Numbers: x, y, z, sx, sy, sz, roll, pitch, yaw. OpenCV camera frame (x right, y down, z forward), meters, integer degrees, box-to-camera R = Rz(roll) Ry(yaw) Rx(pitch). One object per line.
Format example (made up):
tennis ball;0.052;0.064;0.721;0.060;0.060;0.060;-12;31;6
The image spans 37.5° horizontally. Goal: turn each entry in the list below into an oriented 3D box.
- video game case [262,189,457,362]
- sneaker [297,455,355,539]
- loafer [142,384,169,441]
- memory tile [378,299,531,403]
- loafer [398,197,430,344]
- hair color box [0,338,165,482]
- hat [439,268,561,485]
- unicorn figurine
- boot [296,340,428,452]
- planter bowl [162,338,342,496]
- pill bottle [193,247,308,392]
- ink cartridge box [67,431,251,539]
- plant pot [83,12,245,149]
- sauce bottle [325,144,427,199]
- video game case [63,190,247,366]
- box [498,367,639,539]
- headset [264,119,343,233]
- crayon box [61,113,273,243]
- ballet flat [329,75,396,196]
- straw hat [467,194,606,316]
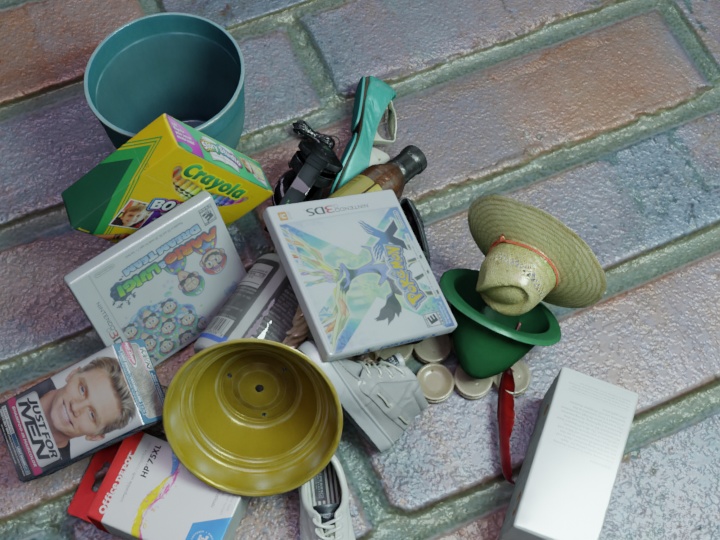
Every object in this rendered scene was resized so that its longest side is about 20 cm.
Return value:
video game case;0.000;0.000;1.252;0.182;0.022;0.200;-11;66;-32
sneaker;-0.041;0.305;1.236;0.073;0.071;0.200;-11;66;-7
loafer;-0.261;0.169;1.296;0.200;0.063;0.072;12;65;4
memory tile;0.117;0.095;1.367;0.200;0.017;0.154;-2;66;-3
loafer;0.056;-0.002;1.363;0.068;0.070;0.201;-1;59;-1
hair color box;-0.325;0.164;1.233;0.200;0.061;0.100;-27;82;24
hat;0.145;0.119;1.333;0.165;0.176;0.200;20;22;-6
unicorn figurine;-0.008;0.044;1.297;0.074;0.138;0.200;21;24;27
boot;0.007;0.126;1.260;0.096;0.200;0.074;-44;41;-11
planter bowl;-0.119;0.151;1.211;0.200;0.201;0.083;3;22;0
pill bottle;-0.108;0.051;1.327;0.114;0.114;0.200;31;68;12
ink cartridge box;-0.240;0.265;1.250;0.200;0.067;0.116;20;66;8
plant pot;-0.242;-0.199;1.393;0.200;0.188;0.200;0;61;1
sauce bottle;0.010;-0.097;1.400;0.200;0.066;0.066;-38;71;-27
video game case;-0.239;0.022;1.305;0.200;0.182;0.024;-34;44;-16
box;0.243;0.236;1.246;0.097;0.124;0.200;20;67;7
headset;-0.083;-0.130;1.411;0.094;0.124;0.200;33;42;-3
crayon box;-0.234;-0.095;1.310;0.172;0.200;0.058;-32;65;19
ballet flat;0.012;-0.178;1.464;0.070;0.067;0.200;18;68;-9
straw hat;0.184;0.007;1.261;0.201;0.201;0.085;36;67;14
